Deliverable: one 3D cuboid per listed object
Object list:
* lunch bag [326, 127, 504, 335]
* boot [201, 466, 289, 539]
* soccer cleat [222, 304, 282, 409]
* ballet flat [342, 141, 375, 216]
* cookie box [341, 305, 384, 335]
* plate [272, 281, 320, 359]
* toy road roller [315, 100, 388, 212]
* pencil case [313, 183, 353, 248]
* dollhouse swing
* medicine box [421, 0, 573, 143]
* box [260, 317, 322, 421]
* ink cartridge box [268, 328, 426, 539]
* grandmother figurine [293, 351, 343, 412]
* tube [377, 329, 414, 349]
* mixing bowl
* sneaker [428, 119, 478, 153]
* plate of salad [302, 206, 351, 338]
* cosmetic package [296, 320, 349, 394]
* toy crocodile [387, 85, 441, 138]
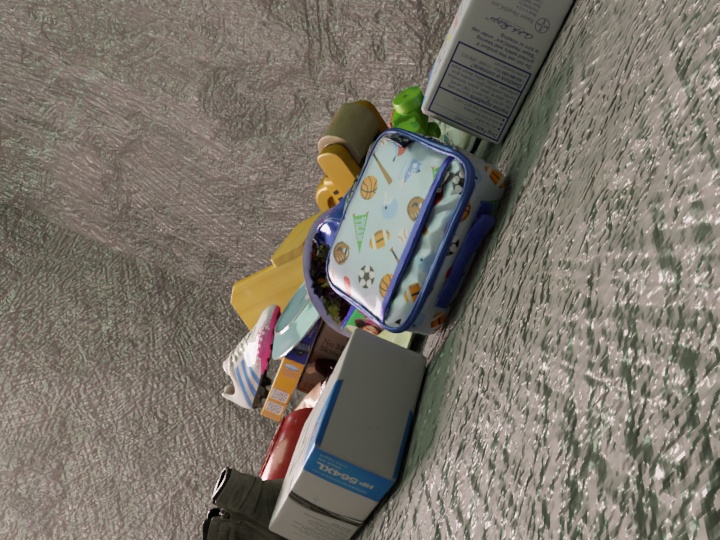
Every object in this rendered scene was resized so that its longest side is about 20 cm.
[{"bbox_3d":[0.054,-0.043,0.739,0.160,0.075,0.201,37,110,46],"label":"lunch bag"},{"bbox_3d":[-0.120,0.322,0.820,0.068,0.130,0.201,-176,95,-73],"label":"boot"},{"bbox_3d":[-0.188,0.145,1.238,0.070,0.086,0.201,-62,-12,-70],"label":"soccer cleat"},{"bbox_3d":[0.030,-0.110,0.925,0.075,0.068,0.200,-24,33,35],"label":"ballet flat"},{"bbox_3d":[0.057,-0.012,0.942,0.200,0.075,0.172,118,178,-63],"label":"cookie box"},{"bbox_3d":[-0.086,0.050,1.144,0.200,0.026,0.200,-50,12,15],"label":"plate"},{"bbox_3d":[-0.018,-0.159,1.165,0.146,0.200,0.123,-1,48,38],"label":"toy road roller"},{"bbox_3d":[0.016,-0.098,1.028,0.200,0.078,0.087,-55,-12,-34],"label":"pencil case"},{"bbox_3d":[-0.102,0.033,1.329,0.175,0.200,0.182,-19,24,32],"label":"dollhouse swing"},{"bbox_3d":[0.160,-0.278,0.858,0.182,0.103,0.201,-72,7,-63],"label":"medicine box"},{"bbox_3d":[-0.111,0.151,1.220,0.200,0.041,0.119,118,174,-45],"label":"box"},{"bbox_3d":[-0.016,0.181,0.747,0.200,0.084,0.146,117,175,-46],"label":"ink cartridge box"},{"bbox_3d":[-0.045,0.191,1.159,0.200,0.121,0.061,-50,-16,26],"label":"grandmother figurine"},{"bbox_3d":[0.032,0.103,0.896,0.058,0.052,0.200,68,157,16],"label":"tube"},{"bbox_3d":[-0.070,0.256,0.951,0.200,0.108,0.201,-156,90,-88],"label":"mixing bowl"},{"bbox_3d":[0.118,-0.195,1.080,0.200,0.093,0.071,118,175,-63],"label":"sneaker"},{"bbox_3d":[0.000,0.000,1.066,0.048,0.200,0.201,-13,46,46],"label":"plate of salad"},{"bbox_3d":[-0.023,0.118,1.209,0.087,0.103,0.201,-75,6,-62],"label":"cosmetic package"},{"bbox_3d":[0.058,-0.161,0.882,0.062,0.068,0.200,-18,38,22],"label":"toy crocodile"}]
